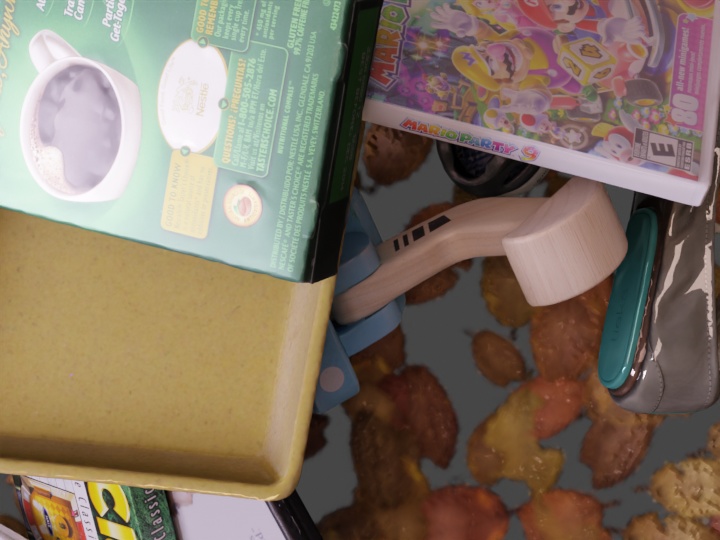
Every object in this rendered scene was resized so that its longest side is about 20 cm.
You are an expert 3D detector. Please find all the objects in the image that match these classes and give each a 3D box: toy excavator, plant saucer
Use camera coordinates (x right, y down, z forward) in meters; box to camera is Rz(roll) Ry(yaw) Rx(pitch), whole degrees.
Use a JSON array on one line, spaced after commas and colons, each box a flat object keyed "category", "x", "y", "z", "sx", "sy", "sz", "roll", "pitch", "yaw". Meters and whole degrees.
[{"category": "toy excavator", "x": 0.000, "y": 0.000, "z": 1.176, "sx": 0.200, "sy": 0.194, "sz": 0.100, "roll": -31, "pitch": 112, "yaw": -11}, {"category": "plant saucer", "x": -0.101, "y": 0.003, "z": 1.102, "sx": 0.199, "sy": 0.048, "sz": 0.201, "roll": 5, "pitch": 67, "yaw": 14}]

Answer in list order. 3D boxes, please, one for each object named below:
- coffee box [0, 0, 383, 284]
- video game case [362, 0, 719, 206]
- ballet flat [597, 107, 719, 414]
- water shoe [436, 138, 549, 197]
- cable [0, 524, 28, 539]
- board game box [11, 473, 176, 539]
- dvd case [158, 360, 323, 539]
[{"category": "coffee box", "x": -0.096, "y": -0.076, "z": 1.058, "sx": 0.199, "sy": 0.044, "sz": 0.124, "roll": 13, "pitch": 101, "yaw": 18}, {"category": "video game case", "x": 0.060, "y": -0.108, "z": 1.116, "sx": 0.199, "sy": 0.018, "sz": 0.144, "roll": 14, "pitch": 51, "yaw": -3}, {"category": "ballet flat", "x": 0.153, "y": -0.033, "z": 1.193, "sx": 0.063, "sy": 0.067, "sz": 0.201, "roll": 7, "pitch": 91, "yaw": -14}, {"category": "water shoe", "x": 0.085, "y": -0.131, "z": 1.193, "sx": 0.071, "sy": 0.079, "sz": 0.201, "roll": 13, "pitch": 92, "yaw": 13}, {"category": "cable", "x": -0.202, "y": 0.208, "z": 1.230, "sx": 0.200, "sy": 0.069, "sz": 0.200, "roll": -37, "pitch": 86, "yaw": 33}, {"category": "board game box", "x": -0.122, "y": 0.120, "z": 1.200, "sx": 0.105, "sy": 0.023, "sz": 0.201, "roll": 9, "pitch": 119, "yaw": 46}, {"category": "dvd case", "x": -0.080, "y": 0.129, "z": 1.186, "sx": 0.143, "sy": 0.018, "sz": 0.200, "roll": 60, "pitch": 145, "yaw": 3}]
